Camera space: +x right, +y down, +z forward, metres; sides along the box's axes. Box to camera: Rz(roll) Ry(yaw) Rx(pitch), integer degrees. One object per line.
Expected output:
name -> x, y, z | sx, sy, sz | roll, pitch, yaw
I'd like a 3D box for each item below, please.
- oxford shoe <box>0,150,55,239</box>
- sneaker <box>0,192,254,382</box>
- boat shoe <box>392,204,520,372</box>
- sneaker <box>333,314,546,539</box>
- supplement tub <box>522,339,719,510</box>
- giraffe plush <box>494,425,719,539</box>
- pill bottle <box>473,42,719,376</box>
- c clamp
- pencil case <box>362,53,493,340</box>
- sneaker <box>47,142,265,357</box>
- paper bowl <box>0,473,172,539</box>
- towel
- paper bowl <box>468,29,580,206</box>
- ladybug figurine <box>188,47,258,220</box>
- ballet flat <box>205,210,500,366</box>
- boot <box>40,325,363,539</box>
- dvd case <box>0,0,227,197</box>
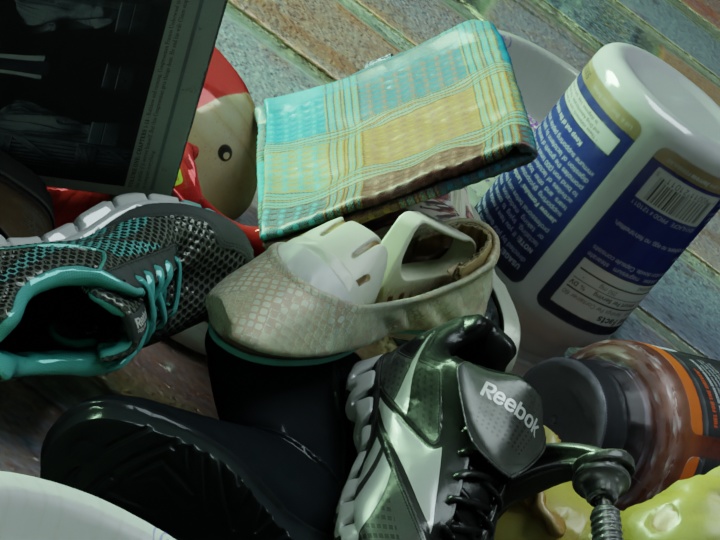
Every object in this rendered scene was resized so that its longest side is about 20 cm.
oxford shoe -> -0.217, -0.035, 0.949 | 0.199, 0.073, 0.085 | 23, 30, -31
sneaker -> -0.115, 0.017, 0.943 | 0.199, 0.078, 0.091 | -13, 26, -42
boat shoe -> 0.033, 0.004, 1.245 | 0.066, 0.075, 0.200 | 17, 28, -22
sneaker -> 0.039, 0.085, 0.917 | 0.066, 0.090, 0.201 | 41, 25, -25
supplement tub -> 0.173, 0.097, 1.229 | 0.199, 0.107, 0.107 | 14, 32, -45
giraffe plush -> 0.103, 0.155, 0.988 | 0.161, 0.201, 0.172 | 12, 21, 35
pill bottle -> 0.132, -0.027, 1.286 | 0.115, 0.200, 0.116 | 32, 23, -15
c clamp -> 0.090, 0.153, 0.896 | 0.027, 0.171, 0.201 | 27, 41, -36
pencil case -> 0.027, -0.041, 1.182 | 0.078, 0.089, 0.200 | 36, 24, -24
sneaker -> -0.119, -0.037, 1.079 | 0.199, 0.085, 0.077 | 29, 22, -21
paper bowl -> -0.100, 0.167, 0.670 | 0.200, 0.105, 0.201 | 31, 23, -15
towel -> 0.013, -0.074, 1.111 | 0.200, 0.146, 0.022 | -96, 164, -68
paper bowl -> 0.127, -0.066, 1.478 | 0.200, 0.105, 0.201 | 31, 23, -14
ladybug figurine -> -0.130, -0.112, 1.225 | 0.200, 0.072, 0.136 | 43, 23, 12
ballet flat -> 0.000, 0.000, 1.006 | 0.067, 0.063, 0.200 | 35, 22, 26
boot -> -0.061, 0.074, 0.960 | 0.200, 0.076, 0.169 | 33, 25, -29
dvd case -> -0.169, -0.103, 0.972 | 0.199, 0.151, 0.025 | 7, 45, -15
